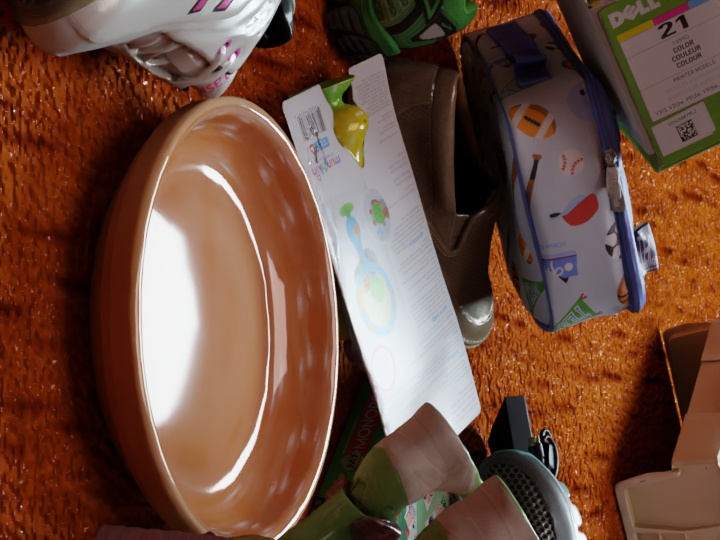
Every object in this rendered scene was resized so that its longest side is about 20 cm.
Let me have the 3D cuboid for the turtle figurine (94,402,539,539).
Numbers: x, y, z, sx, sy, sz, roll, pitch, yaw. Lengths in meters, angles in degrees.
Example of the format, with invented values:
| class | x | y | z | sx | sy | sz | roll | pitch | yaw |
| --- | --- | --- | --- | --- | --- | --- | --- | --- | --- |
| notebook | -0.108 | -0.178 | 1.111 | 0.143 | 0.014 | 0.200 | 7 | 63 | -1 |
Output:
| class | x | y | z | sx | sy | sz | roll | pitch | yaw |
| --- | --- | --- | --- | --- | --- | --- | --- | --- | --- |
| turtle figurine | -0.014 | 0.160 | 0.830 | 0.200 | 0.194 | 0.144 | 56 | -6 | 1 |

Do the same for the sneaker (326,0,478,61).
| class | x | y | z | sx | sy | sz | roll | pitch | yaw |
| --- | --- | --- | --- | --- | --- | --- | --- | --- | --- |
| sneaker | 0.041 | -0.204 | 1.123 | 0.078 | 0.085 | 0.201 | 48 | 43 | -56 |

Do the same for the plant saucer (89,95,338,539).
| class | x | y | z | sx | sy | sz | roll | pitch | yaw |
| --- | --- | --- | --- | --- | --- | --- | --- | --- | --- |
| plant saucer | -0.065 | 0.025 | 0.903 | 0.200 | 0.037 | 0.201 | -4 | 90 | -67 |

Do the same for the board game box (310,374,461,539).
| class | x | y | z | sx | sy | sz | roll | pitch | yaw |
| --- | --- | --- | --- | --- | --- | --- | --- | --- | --- |
| board game box | 0.031 | 0.161 | 1.121 | 0.135 | 0.029 | 0.201 | -65 | 145 | -46 |

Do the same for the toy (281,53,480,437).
| class | x | y | z | sx | sy | sz | roll | pitch | yaw |
| --- | --- | --- | --- | --- | --- | --- | --- | --- | --- |
| toy | 0.000 | 0.000 | 1.048 | 0.115 | 0.047 | 0.201 | -35 | 115 | -59 |

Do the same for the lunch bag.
| class | x | y | z | sx | sy | sz | roll | pitch | yaw |
| --- | --- | --- | --- | --- | --- | --- | --- | --- | --- |
| lunch bag | 0.111 | -0.064 | 1.198 | 0.200 | 0.075 | 0.161 | -110 | -174 | -67 |

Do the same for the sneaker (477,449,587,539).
| class | x | y | z | sx | sy | sz | roll | pitch | yaw |
| --- | --- | --- | --- | --- | --- | --- | --- | --- | --- |
| sneaker | 0.072 | 0.188 | 1.090 | 0.091 | 0.077 | 0.201 | 36 | 53 | -57 |

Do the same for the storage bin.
| class | x | y | z | sx | sy | sz | roll | pitch | yaw |
| --- | --- | --- | --- | --- | --- | --- | --- | --- | --- |
| storage bin | 0.279 | 0.172 | 1.629 | 0.200 | 0.093 | 0.199 | -61 | 141 | -51 |

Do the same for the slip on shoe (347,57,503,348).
| class | x | y | z | sx | sy | sz | roll | pitch | yaw |
| --- | --- | --- | --- | --- | --- | --- | --- | --- | --- |
| slip on shoe | 0.051 | -0.035 | 1.154 | 0.076 | 0.060 | 0.201 | -67 | 145 | -47 |

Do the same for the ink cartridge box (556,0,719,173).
| class | x | y | z | sx | sy | sz | roll | pitch | yaw |
| --- | --- | --- | --- | --- | --- | --- | --- | --- | --- |
| ink cartridge box | 0.143 | -0.172 | 1.121 | 0.148 | 0.075 | 0.201 | -107 | 172 | -71 |

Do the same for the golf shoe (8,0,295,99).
| class | x | y | z | sx | sy | sz | roll | pitch | yaw |
| --- | --- | --- | --- | --- | --- | --- | --- | --- | --- |
| golf shoe | -0.072 | -0.113 | 0.844 | 0.200 | 0.072 | 0.092 | -42 | 116 | -61 |

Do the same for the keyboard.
| class | x | y | z | sx | sy | sz | roll | pitch | yaw |
| --- | --- | --- | --- | --- | --- | --- | --- | --- | --- |
| keyboard | 0.105 | 0.168 | 1.193 | 0.127 | 0.020 | 0.201 | 103 | -20 | -66 |
